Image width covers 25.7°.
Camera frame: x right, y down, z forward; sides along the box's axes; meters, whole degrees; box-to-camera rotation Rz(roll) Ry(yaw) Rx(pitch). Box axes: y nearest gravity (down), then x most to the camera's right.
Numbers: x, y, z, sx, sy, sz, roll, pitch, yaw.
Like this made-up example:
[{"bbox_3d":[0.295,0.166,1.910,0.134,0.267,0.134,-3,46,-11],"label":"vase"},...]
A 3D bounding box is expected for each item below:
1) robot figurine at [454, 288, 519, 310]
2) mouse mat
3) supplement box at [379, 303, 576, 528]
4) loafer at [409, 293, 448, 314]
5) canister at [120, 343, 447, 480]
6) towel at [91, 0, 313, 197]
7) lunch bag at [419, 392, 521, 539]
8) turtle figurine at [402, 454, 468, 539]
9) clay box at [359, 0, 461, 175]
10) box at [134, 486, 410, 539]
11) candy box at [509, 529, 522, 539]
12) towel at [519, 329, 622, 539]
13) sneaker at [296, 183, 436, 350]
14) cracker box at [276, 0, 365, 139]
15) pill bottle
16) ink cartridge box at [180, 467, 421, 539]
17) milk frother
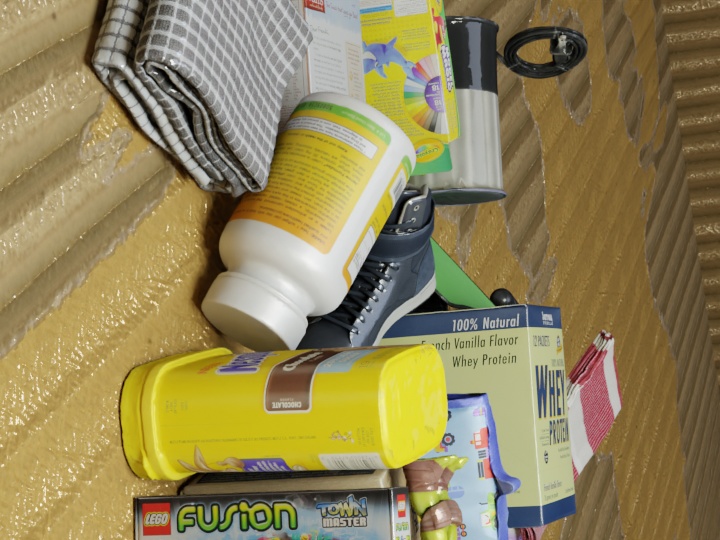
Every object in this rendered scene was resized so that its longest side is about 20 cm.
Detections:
[{"bbox_3d":[0.148,0.116,1.753,0.151,0.125,0.200,64,8,32],"label":"robot figurine"},{"bbox_3d":[0.068,-0.014,1.601,0.161,0.008,0.200,48,11,20],"label":"mouse mat"},{"bbox_3d":[0.088,0.140,1.496,0.134,0.199,0.201,8,77,-69],"label":"supplement box"},{"bbox_3d":[0.056,0.093,1.625,0.063,0.072,0.201,-14,103,-87],"label":"loafer"},{"bbox_3d":[-0.051,0.100,1.149,0.148,0.199,0.087,-12,98,-68],"label":"canister"},{"bbox_3d":[-0.114,-0.169,1.203,0.200,0.085,0.166,52,39,-54],"label":"towel"},{"bbox_3d":[0.039,0.184,1.360,0.094,0.199,0.151,-20,105,-67],"label":"lunch bag"},{"bbox_3d":[0.066,0.220,1.158,0.200,0.064,0.162,17,62,-62],"label":"turtle figurine"},{"bbox_3d":[0.030,-0.192,1.533,0.048,0.114,0.201,-37,121,-66],"label":"clay box"},{"bbox_3d":[-0.062,0.209,1.100,0.035,0.199,0.111,15,70,-67],"label":"box"},{"bbox_3d":[0.133,0.234,1.645,0.200,0.071,0.168,-59,148,-8],"label":"candy box"},{"bbox_3d":[0.218,0.176,1.641,0.200,0.023,0.144,-52,147,-26],"label":"towel"},{"bbox_3d":[-0.001,-0.001,1.383,0.202,0.077,0.147,-46,149,-40],"label":"sneaker"},{"bbox_3d":[-0.043,-0.153,1.419,0.134,0.057,0.201,0,87,-69],"label":"cracker box"},{"bbox_3d":[-0.045,-0.034,1.269,0.200,0.111,0.111,-61,146,-21],"label":"pill bottle"},{"bbox_3d":[-0.034,0.241,1.213,0.075,0.164,0.201,-44,127,-66],"label":"ink cartridge box"},{"bbox_3d":[0.144,-0.170,1.708,0.180,0.199,0.189,11,75,-72],"label":"milk frother"}]
